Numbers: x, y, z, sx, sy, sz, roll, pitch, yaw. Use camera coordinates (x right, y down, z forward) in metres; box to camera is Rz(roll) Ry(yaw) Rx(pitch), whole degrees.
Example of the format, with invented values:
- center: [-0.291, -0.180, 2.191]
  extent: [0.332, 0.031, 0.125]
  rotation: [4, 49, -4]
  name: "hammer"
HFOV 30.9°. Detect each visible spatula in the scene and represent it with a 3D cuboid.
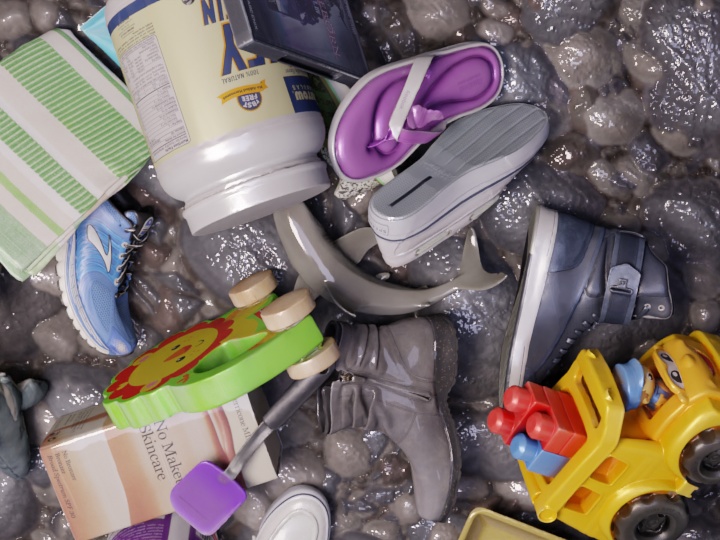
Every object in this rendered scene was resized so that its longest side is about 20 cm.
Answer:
- center: [-0.091, 0.148, 1.144]
  extent: [0.056, 0.021, 0.200]
  rotation: [40, 95, -12]
  name: "spatula"

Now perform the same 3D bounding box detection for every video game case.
- center: [-0.059, -0.227, 1.038]
  extent: [0.019, 0.199, 0.145]
  rotation: [-21, 79, 25]
  name: "video game case"

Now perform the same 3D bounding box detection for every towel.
- center: [-0.270, -0.106, 1.099]
  extent: [0.152, 0.023, 0.200]
  rotation: [44, 56, -5]
  name: "towel"

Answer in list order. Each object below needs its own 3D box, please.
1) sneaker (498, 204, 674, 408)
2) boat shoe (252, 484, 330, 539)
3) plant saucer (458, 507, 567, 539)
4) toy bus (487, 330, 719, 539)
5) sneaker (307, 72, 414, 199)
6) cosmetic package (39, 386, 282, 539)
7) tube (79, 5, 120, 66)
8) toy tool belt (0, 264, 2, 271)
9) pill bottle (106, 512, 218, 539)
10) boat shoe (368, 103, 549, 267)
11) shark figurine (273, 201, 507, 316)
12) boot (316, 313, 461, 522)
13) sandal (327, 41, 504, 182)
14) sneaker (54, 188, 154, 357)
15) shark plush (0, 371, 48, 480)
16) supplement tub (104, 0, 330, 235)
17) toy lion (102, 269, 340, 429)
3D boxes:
- center: [0.207, 0.055, 1.191]
  extent: [0.144, 0.077, 0.205]
  rotation: [12, 102, -1]
  name: "sneaker"
- center: [-0.086, 0.306, 1.241]
  extent: [0.074, 0.086, 0.204]
  rotation: [26, 102, -7]
  name: "boat shoe"
- center: [0.160, 0.342, 1.275]
  extent: [0.198, 0.048, 0.202]
  rotation: [22, 102, -6]
  name: "plant saucer"
- center: [0.217, 0.133, 1.145]
  extent: [0.190, 0.136, 0.201]
  rotation: [23, 120, -24]
  name: "toy bus"
- center: [-0.038, -0.145, 1.146]
  extent: [0.088, 0.077, 0.201]
  rotation: [-30, 99, 22]
  name: "sneaker"
- center: [-0.180, 0.164, 1.204]
  extent: [0.197, 0.087, 0.105]
  rotation: [-20, 103, 3]
  name: "cosmetic package"
- center: [-0.153, -0.161, 1.151]
  extent: [0.077, 0.050, 0.201]
  rotation: [-40, 97, -7]
  name: "tube"
- center: [-0.370, -0.055, 1.130]
  extent: [0.121, 0.125, 0.203]
  rotation: [8, 103, -12]
  name: "toy tool belt"
- center: [-0.186, 0.301, 1.175]
  extent: [0.110, 0.200, 0.113]
  rotation: [-1, 110, -2]
  name: "pill bottle"
- center: [0.085, -0.077, 1.147]
  extent: [0.199, 0.073, 0.067]
  rotation: [-31, 140, -21]
  name: "boat shoe"
- center: [0.014, 0.016, 1.171]
  extent: [0.211, 0.090, 0.130]
  rotation: [14, 111, -6]
  name: "shark figurine"
- center: [0.021, 0.139, 1.194]
  extent: [0.130, 0.070, 0.203]
  rotation: [-6, 97, -21]
  name: "boot"
- center: [0.053, -0.144, 1.104]
  extent: [0.202, 0.050, 0.083]
  rotation: [-36, 114, -28]
  name: "sandal"
- center: [-0.225, -0.020, 1.164]
  extent: [0.088, 0.079, 0.203]
  rotation: [-10, 104, 4]
  name: "sneaker"
- center: [-0.324, 0.129, 1.151]
  extent: [0.089, 0.200, 0.085]
  rotation: [-4, 72, -11]
  name: "shark plush"
- center: [-0.113, -0.144, 1.061]
  extent: [0.143, 0.145, 0.203]
  rotation: [-20, 89, 4]
  name: "supplement tub"
- center: [-0.133, 0.080, 1.135]
  extent: [0.190, 0.200, 0.069]
  rotation: [-31, 105, -13]
  name: "toy lion"
